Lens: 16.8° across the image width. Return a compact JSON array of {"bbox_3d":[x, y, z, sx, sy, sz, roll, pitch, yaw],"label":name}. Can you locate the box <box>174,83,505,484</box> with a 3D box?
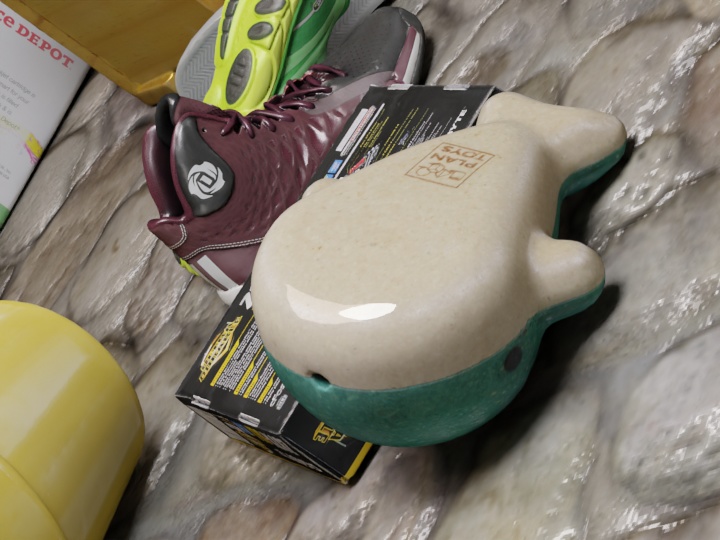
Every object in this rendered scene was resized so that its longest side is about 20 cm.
[{"bbox_3d":[0.000,0.000,1.213,0.200,0.049,0.160,-58,19,-9],"label":"box"}]

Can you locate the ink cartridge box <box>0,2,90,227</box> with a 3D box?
[{"bbox_3d":[-0.323,-0.126,1.932,0.087,0.145,0.200,-13,46,61],"label":"ink cartridge box"}]

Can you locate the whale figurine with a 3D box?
[{"bbox_3d":[0.042,0.000,1.081,0.159,0.104,0.200,14,44,33],"label":"whale figurine"}]

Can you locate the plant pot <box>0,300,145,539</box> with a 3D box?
[{"bbox_3d":[-0.217,0.121,1.308,0.201,0.201,0.189,-32,15,43],"label":"plant pot"}]

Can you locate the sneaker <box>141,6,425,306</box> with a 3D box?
[{"bbox_3d":[-0.050,-0.085,1.348,0.200,0.115,0.076,-61,23,-16],"label":"sneaker"}]

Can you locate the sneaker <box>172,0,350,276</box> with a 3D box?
[{"bbox_3d":[-0.054,-0.086,1.429,0.074,0.083,0.200,32,105,48],"label":"sneaker"}]

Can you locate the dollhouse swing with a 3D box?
[{"bbox_3d":[-0.165,-0.239,1.698,0.176,0.200,0.182,-31,31,46],"label":"dollhouse swing"}]

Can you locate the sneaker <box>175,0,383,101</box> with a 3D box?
[{"bbox_3d":[-0.032,-0.182,1.528,0.200,0.074,0.116,-37,24,15],"label":"sneaker"}]
